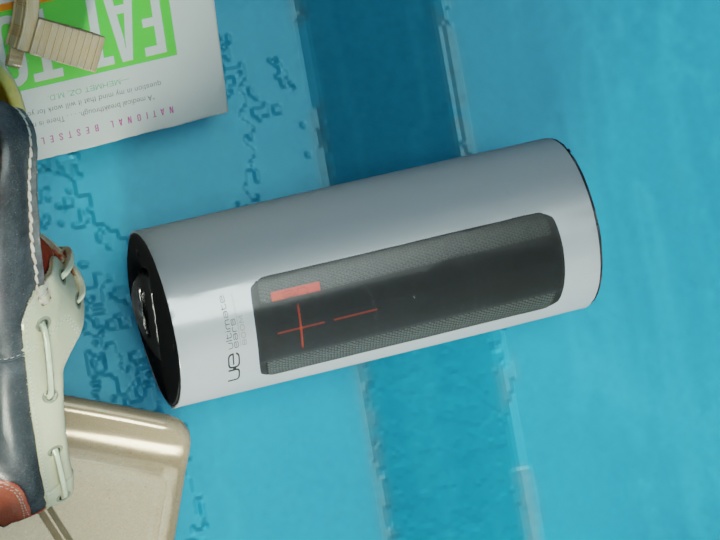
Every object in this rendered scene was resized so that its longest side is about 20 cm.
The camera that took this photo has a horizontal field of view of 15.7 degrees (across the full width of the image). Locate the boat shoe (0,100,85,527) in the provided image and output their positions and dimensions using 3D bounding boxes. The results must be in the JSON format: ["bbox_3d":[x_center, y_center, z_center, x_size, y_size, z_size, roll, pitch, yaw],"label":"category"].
[{"bbox_3d":[-0.140,0.019,1.036,0.062,0.071,0.201,-8,125,-23],"label":"boat shoe"}]

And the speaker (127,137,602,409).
[{"bbox_3d":[0.000,0.000,1.149,0.199,0.081,0.082,-13,88,-16],"label":"speaker"}]

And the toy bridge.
[{"bbox_3d":[-0.117,-0.180,1.077,0.067,0.027,0.201,15,94,-26],"label":"toy bridge"}]

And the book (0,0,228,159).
[{"bbox_3d":[-0.134,-0.153,1.114,0.133,0.048,0.201,-15,109,-21],"label":"book"}]

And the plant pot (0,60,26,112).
[{"bbox_3d":[-0.251,-0.074,1.043,0.199,0.200,0.142,-21,54,-16],"label":"plant pot"}]

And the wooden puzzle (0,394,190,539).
[{"bbox_3d":[-0.177,0.146,1.114,0.184,0.037,0.201,11,87,-14],"label":"wooden puzzle"}]
